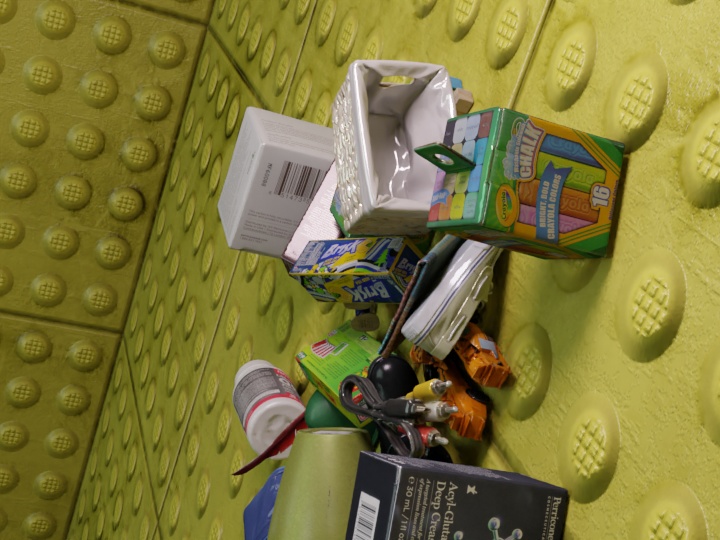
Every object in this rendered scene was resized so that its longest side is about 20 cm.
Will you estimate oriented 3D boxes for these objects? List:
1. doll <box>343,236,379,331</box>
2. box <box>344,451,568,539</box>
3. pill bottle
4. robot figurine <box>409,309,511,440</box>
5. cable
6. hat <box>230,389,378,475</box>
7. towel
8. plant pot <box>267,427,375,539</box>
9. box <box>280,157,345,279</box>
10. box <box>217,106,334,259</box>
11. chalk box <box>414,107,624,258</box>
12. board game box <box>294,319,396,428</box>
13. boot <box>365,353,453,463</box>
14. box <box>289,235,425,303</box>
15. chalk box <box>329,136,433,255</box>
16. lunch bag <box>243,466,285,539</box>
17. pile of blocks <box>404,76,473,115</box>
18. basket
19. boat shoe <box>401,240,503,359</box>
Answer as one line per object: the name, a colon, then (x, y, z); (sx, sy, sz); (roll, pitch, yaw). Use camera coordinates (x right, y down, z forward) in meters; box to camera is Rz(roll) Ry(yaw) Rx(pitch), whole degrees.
doll: (0.003, 0.010, 1.714); (0.201, 0.048, 0.137); (-88, -16, -56)
box: (0.094, 0.278, 1.181); (0.107, 0.198, 0.150); (-179, 100, -67)
pill bottle: (-0.158, 0.231, 1.967); (0.200, 0.110, 0.112); (-130, 55, -63)
robot figurine: (0.116, 0.111, 1.405); (0.146, 0.058, 0.200); (-69, 23, 17)
cable: (0.041, 0.175, 1.380); (0.199, 0.050, 0.098); (-3, 79, 58)
hat: (-0.073, 0.195, 1.676); (0.166, 0.175, 0.202); (140, 137, -57)
towel: (0.084, 0.015, 1.431); (0.200, 0.022, 0.147); (-39, -25, -61)
plant pot: (-0.034, 0.305, 1.467); (0.187, 0.186, 0.202); (176, 95, -68)
box: (-0.041, -0.076, 1.753); (0.201, 0.074, 0.100); (-63, -11, -14)
box: (-0.116, -0.137, 1.927); (0.172, 0.197, 0.201); (-115, 42, -58)
chalk box: (0.153, -0.092, 1.204); (0.125, 0.198, 0.125); (-178, 100, -68)
board game box: (-0.009, 0.142, 1.620); (0.048, 0.101, 0.200); (62, 166, -25)
boot: (0.065, 0.212, 1.416); (0.162, 0.073, 0.200); (-158, 61, -74)
box: (0.000, 0.000, 1.559); (0.199, 0.070, 0.065); (0, 53, 47)
chalk box: (0.037, -0.103, 1.628); (0.125, 0.123, 0.201); (-127, 52, -63)
lunch bag: (-0.093, 0.393, 1.680); (0.200, 0.135, 0.133); (123, 151, -44)
pile of blocks: (0.093, -0.250, 1.648); (0.200, 0.062, 0.083); (-176, 97, -68)
basket: (0.042, -0.148, 1.452); (0.123, 0.134, 0.202); (139, 127, -62)
boat shoe: (0.124, 0.021, 1.372); (0.200, 0.062, 0.072); (-51, 5, -22)
